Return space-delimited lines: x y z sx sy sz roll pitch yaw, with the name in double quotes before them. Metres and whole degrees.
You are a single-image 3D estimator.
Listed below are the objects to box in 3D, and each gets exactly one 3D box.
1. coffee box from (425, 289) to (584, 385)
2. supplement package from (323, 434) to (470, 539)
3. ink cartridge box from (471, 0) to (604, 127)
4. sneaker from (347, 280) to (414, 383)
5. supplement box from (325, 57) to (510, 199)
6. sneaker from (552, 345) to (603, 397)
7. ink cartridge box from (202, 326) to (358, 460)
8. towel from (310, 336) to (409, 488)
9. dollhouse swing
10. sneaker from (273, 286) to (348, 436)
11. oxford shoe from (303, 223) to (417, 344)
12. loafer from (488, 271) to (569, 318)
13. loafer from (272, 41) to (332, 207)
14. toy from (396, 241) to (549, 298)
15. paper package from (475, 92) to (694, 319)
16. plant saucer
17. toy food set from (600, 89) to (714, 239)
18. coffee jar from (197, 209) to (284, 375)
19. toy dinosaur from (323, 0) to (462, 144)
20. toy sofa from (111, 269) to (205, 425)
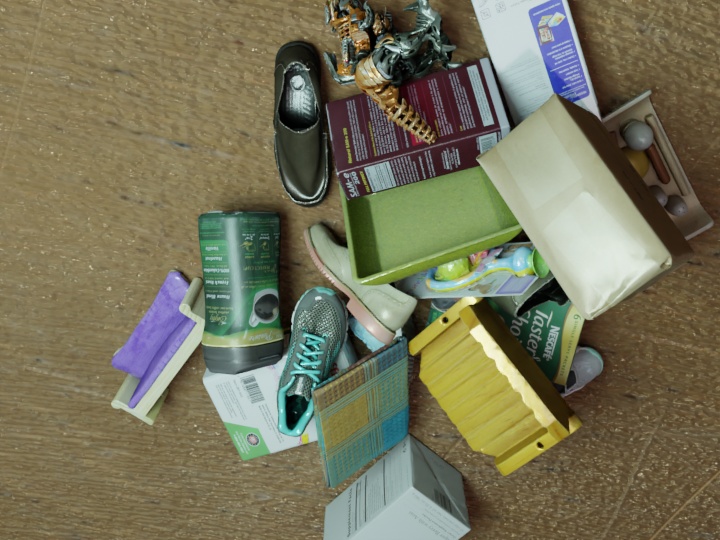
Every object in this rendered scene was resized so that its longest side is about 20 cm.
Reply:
"coffee box" 0.190 0.065 0.933 0.198 0.044 0.124 16 115 14
"supplement package" 0.050 0.374 1.065 0.121 0.120 0.200 38 110 -16
"ink cartridge box" 0.205 -0.245 0.819 0.099 0.039 0.201 -18 111 16
"sneaker" 0.026 0.081 0.968 0.081 0.074 0.202 0 112 20
"supplement box" 0.066 -0.163 0.822 0.198 0.110 0.061 -13 150 8
"sneaker" 0.244 0.178 0.959 0.198 0.140 0.078 -20 113 11
"ink cartridge box" -0.097 0.164 0.992 0.198 0.084 0.146 -18 112 9
"towel" 0.005 0.186 0.921 0.146 0.022 0.201 -28 136 -25
"dollhouse swing" 0.140 0.145 0.835 0.182 0.175 0.201 -42 79 26
"sneaker" -0.063 0.120 0.878 0.077 0.091 0.202 12 111 -3
"oxford shoe" 0.000 0.000 0.879 0.074 0.200 0.071 -46 149 9
"loafer" 0.250 0.010 0.857 0.198 0.070 0.076 -21 142 -5
"loafer" -0.077 -0.167 0.849 0.072 0.072 0.202 -5 114 4
"toy" 0.129 -0.015 0.835 0.199 0.115 0.048 1 123 45
"paper package" 0.241 -0.065 0.740 0.103 0.190 0.201 -39 73 27
"plant saucer" 0.080 -0.071 0.834 0.198 0.201 0.048 -19 134 10
"toy food set" 0.332 -0.102 0.875 0.143 0.061 0.201 -31 110 14
"coffee jar" -0.149 0.027 0.887 0.085 0.104 0.203 0 92 32
"toy dinosaur" 0.035 -0.235 0.791 0.135 0.102 0.201 -29 99 11
"toy sofa" -0.272 0.105 0.972 0.097 0.083 0.200 34 111 -15
